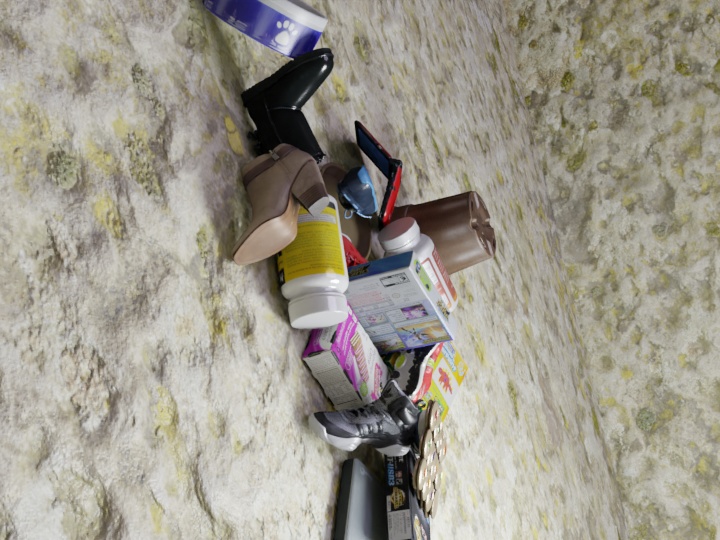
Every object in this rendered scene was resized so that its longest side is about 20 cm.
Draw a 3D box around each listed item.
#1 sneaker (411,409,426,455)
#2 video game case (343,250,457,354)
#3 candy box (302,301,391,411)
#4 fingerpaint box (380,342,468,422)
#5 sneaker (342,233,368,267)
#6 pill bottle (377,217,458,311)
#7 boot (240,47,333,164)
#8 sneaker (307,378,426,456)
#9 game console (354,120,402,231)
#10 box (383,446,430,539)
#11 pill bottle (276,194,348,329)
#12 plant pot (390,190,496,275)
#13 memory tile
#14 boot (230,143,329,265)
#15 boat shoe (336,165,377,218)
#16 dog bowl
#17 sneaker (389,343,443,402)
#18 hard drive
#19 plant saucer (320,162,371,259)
[{"bbox_3d":[0.093,0.295,1.580,0.201,0.083,0.076,77,24,-64],"label":"sneaker"},{"bbox_3d":[0.043,0.064,1.527,0.182,0.198,0.046,57,34,-32],"label":"video game case"},{"bbox_3d":[-0.015,0.172,1.505,0.201,0.060,0.137,60,27,-28],"label":"candy box"},{"bbox_3d":[0.109,0.183,1.690,0.201,0.073,0.168,55,48,-29],"label":"fingerpaint box"},{"bbox_3d":[0.000,0.000,1.566,0.079,0.115,0.199,-58,146,2],"label":"sneaker"},{"bbox_3d":[0.112,-0.001,1.771,0.202,0.111,0.113,63,26,-22],"label":"pill bottle"},{"bbox_3d":[-0.101,-0.250,1.442,0.073,0.197,0.164,-9,75,-63],"label":"boot"},{"bbox_3d":[0.015,0.227,1.409,0.198,0.115,0.076,17,17,-32],"label":"sneaker"},{"bbox_3d":[0.021,-0.185,1.780,0.200,0.117,0.175,71,35,-84],"label":"game console"},{"bbox_3d":[0.083,0.413,1.506,0.201,0.049,0.200,70,16,-47],"label":"box"},{"bbox_3d":[-0.080,-0.015,1.425,0.114,0.113,0.203,24,53,-59],"label":"pill bottle"},{"bbox_3d":[0.180,-0.075,1.915,0.200,0.196,0.202,44,36,-45],"label":"plant pot"},{"bbox_3d":[0.121,0.324,1.489,0.201,0.017,0.155,72,29,-55],"label":"memory tile"},{"bbox_3d":[-0.146,-0.111,1.369,0.146,0.199,0.071,48,-16,33],"label":"boot"},{"bbox_3d":[-0.014,-0.148,1.630,0.200,0.068,0.085,69,-4,-73],"label":"boat shoe"},{"bbox_3d":[-0.156,-0.427,1.441,0.198,0.079,0.200,27,17,-9],"label":"dog bowl"},{"bbox_3d":[0.105,0.172,1.594,0.201,0.076,0.085,-60,146,-30],"label":"sneaker"},{"bbox_3d":[0.005,0.426,1.416,0.140,0.033,0.202,53,31,-37],"label":"hard drive"},{"bbox_3d":[-0.037,-0.107,1.677,0.200,0.029,0.202,44,38,-48],"label":"plant saucer"}]
